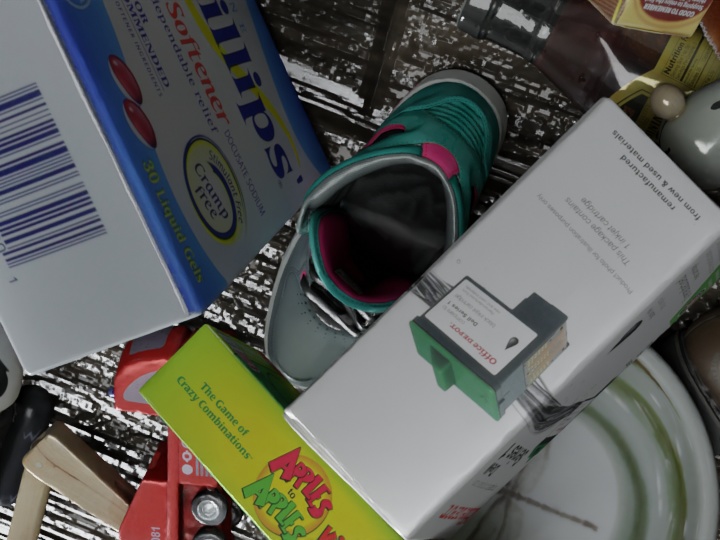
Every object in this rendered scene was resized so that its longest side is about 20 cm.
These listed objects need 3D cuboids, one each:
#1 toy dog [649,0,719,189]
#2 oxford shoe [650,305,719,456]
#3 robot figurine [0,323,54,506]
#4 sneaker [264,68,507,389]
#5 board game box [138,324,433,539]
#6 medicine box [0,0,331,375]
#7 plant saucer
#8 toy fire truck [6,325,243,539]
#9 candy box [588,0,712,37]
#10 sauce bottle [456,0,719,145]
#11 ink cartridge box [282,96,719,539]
[{"bbox_3d":[0.190,-0.137,0.915,0.096,0.132,0.201,35,81,-17],"label":"toy dog"},{"bbox_3d":[0.235,0.100,1.048,0.084,0.073,0.200,-35,98,24],"label":"oxford shoe"},{"bbox_3d":[-0.262,0.093,1.160,0.124,0.150,0.201,30,110,13],"label":"robot figurine"},{"bbox_3d":[0.000,0.000,1.050,0.083,0.121,0.201,33,117,2],"label":"sneaker"},{"bbox_3d":[-0.011,0.118,0.996,0.048,0.102,0.200,-44,75,1],"label":"board game box"},{"bbox_3d":[-0.120,-0.081,1.009,0.102,0.200,0.183,-18,106,25],"label":"medicine box"},{"bbox_3d":[0.081,0.114,1.052,0.199,0.050,0.202,-2,82,14],"label":"plant saucer"},{"bbox_3d":[-0.138,0.122,1.175,0.140,0.049,0.201,5,113,8],"label":"toy fire truck"},{"bbox_3d":[0.139,-0.215,0.885,0.116,0.055,0.201,52,125,39],"label":"candy box"},{"bbox_3d":[0.142,-0.090,1.004,0.199,0.066,0.066,27,117,7],"label":"sauce bottle"},{"bbox_3d":[0.073,0.029,0.963,0.200,0.146,0.084,-45,78,3],"label":"ink cartridge box"}]
